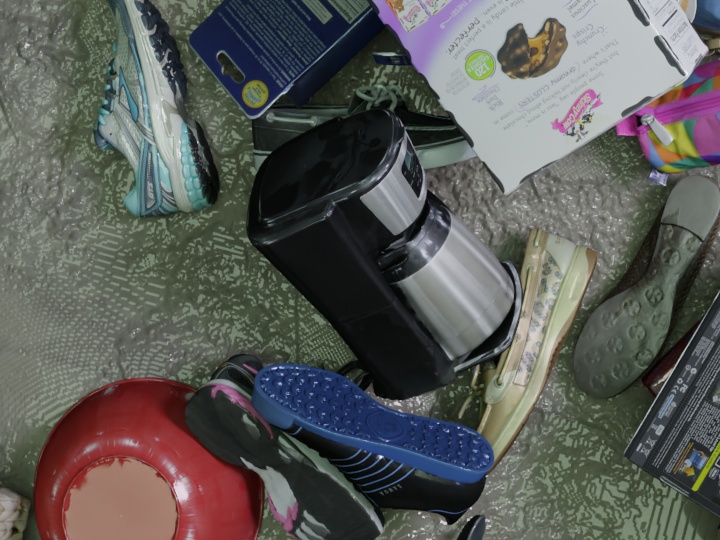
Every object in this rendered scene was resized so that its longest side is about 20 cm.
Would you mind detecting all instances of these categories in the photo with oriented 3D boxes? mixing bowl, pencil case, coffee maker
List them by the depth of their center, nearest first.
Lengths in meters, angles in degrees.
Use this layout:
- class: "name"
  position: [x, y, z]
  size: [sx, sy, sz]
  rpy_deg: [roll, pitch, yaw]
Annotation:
- class: "pencil case"
  position: [0.294, -0.126, 1.243]
  size: [0.088, 0.199, 0.089]
  rpy_deg: [9, 76, -38]
- class: "coffee maker"
  position: [0.000, 0.000, 1.262]
  size: [0.192, 0.135, 0.200]
  rpy_deg: [-38, 121, 5]
- class: "mixing bowl"
  position: [-0.182, 0.190, 1.330]
  size: [0.198, 0.108, 0.203]
  rpy_deg: [0, 90, 4]

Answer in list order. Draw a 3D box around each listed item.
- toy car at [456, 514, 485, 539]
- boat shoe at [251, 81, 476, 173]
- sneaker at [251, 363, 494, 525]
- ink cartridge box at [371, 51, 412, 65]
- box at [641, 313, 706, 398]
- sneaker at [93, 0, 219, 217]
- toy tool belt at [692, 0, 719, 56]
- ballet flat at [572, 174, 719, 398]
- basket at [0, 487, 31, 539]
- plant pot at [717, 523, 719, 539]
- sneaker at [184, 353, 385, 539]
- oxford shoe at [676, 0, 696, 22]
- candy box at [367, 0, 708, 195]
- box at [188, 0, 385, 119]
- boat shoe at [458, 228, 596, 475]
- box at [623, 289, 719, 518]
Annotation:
- class: "toy car"
  position: [0.030, 0.268, 1.293]
  size: [0.157, 0.164, 0.200]
  rpy_deg: [39, 85, 3]
- class: "boat shoe"
  position: [0.009, -0.118, 1.329]
  size: [0.197, 0.074, 0.069]
  rpy_deg: [-1, 105, 14]
- class: "sneaker"
  position: [0.002, 0.141, 1.283]
  size: [0.198, 0.070, 0.078]
  rpy_deg: [22, 126, 0]
- class: "ink cartridge box"
  position: [0.107, -0.196, 1.288]
  size: [0.199, 0.136, 0.077]
  rpy_deg: [-29, 87, 4]
- class: "box"
  position: [0.327, 0.055, 1.293]
  size: [0.200, 0.095, 0.100]
  rpy_deg: [-45, 87, 4]
- class: "sneaker"
  position: [-0.186, -0.138, 1.344]
  size: [0.086, 0.078, 0.202]
  rpy_deg: [-17, 89, 8]
- class: "toy tool belt"
  position: [0.288, -0.226, 1.250]
  size: [0.199, 0.123, 0.126]
  rpy_deg: [34, 95, 31]
- class: "ballet flat"
  position: [0.236, 0.014, 1.329]
  size: [0.067, 0.046, 0.201]
  rpy_deg: [28, 96, 16]
- class: "basket"
  position: [-0.366, 0.217, 1.295]
  size: [0.134, 0.200, 0.125]
  rpy_deg: [15, 84, 18]
- class: "plant pot"
  position: [0.385, 0.204, 1.244]
  size: [0.181, 0.199, 0.201]
  rpy_deg: [36, 94, 9]
- class: "sneaker"
  position: [-0.047, 0.142, 1.335]
  size: [0.080, 0.087, 0.200]
  rpy_deg: [-28, 112, 34]
- class: "oxford shoe"
  position: [0.154, -0.229, 1.188]
  size: [0.199, 0.058, 0.076]
  rpy_deg: [27, 94, 4]
- class: "candy box"
  position: [0.117, -0.183, 1.150]
  size: [0.167, 0.072, 0.201]
  rpy_deg: [-32, 97, 33]
- class: "box"
  position: [-0.038, -0.216, 1.325]
  size: [0.200, 0.032, 0.121]
  rpy_deg: [-42, 55, 3]
- class: "boat shoe"
  position: [0.126, 0.066, 1.326]
  size: [0.062, 0.073, 0.201]
  rpy_deg: [24, 82, 6]
- class: "box"
  position: [0.306, 0.092, 1.183]
  size: [0.160, 0.044, 0.201]
  rpy_deg: [31, 90, 39]
